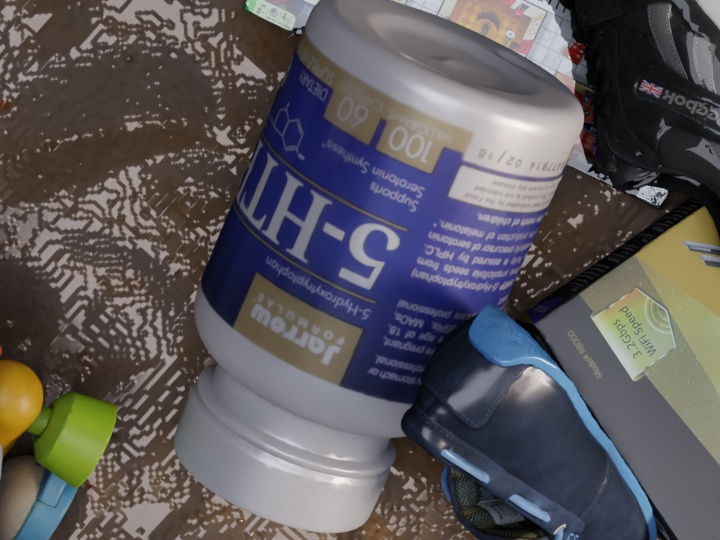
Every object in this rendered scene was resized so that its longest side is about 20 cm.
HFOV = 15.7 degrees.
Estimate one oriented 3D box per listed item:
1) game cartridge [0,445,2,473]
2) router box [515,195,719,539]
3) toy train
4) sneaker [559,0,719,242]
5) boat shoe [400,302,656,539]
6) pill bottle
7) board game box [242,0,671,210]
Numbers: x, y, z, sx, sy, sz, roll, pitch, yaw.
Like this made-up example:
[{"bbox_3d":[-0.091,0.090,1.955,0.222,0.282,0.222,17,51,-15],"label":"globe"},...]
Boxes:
[{"bbox_3d":[-0.215,0.108,1.060,0.133,0.200,0.041,12,57,-4],"label":"game cartridge"},{"bbox_3d":[0.186,0.058,1.106,0.157,0.052,0.200,-35,95,-4],"label":"router box"},{"bbox_3d":[-0.148,0.048,1.052,0.116,0.200,0.085,27,55,-13],"label":"toy train"},{"bbox_3d":[0.116,-0.082,1.052,0.200,0.076,0.088,44,89,10],"label":"sneaker"},{"bbox_3d":[0.061,0.078,1.060,0.069,0.200,0.084,-44,51,-4],"label":"boat shoe"},{"bbox_3d":[0.000,0.000,1.068,0.120,0.120,0.200,22,107,-2],"label":"pill bottle"},{"bbox_3d":[0.061,-0.115,1.112,0.200,0.023,0.105,25,93,-3],"label":"board game box"}]
